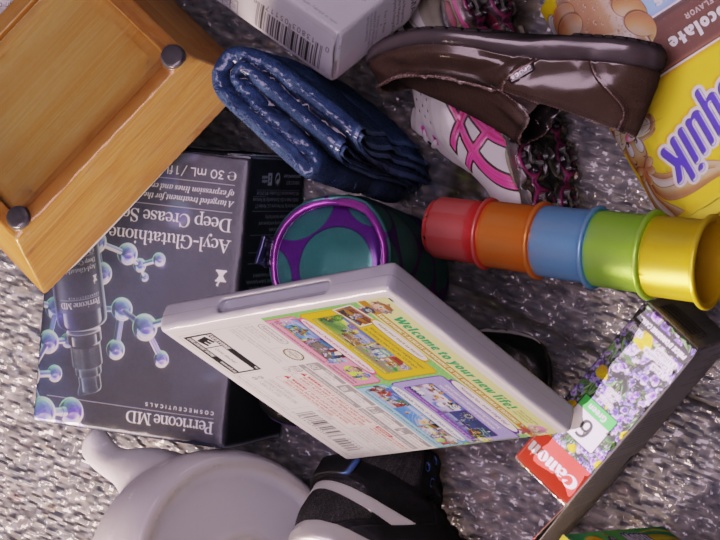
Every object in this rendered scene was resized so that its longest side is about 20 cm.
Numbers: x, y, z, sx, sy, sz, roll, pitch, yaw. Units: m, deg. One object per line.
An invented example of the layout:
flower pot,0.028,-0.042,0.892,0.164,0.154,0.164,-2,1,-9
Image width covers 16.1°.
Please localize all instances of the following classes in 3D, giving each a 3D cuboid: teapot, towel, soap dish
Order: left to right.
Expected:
soap dish,-0.196,-0.110,1.695,0.200,0.081,0.157,-46,67,1
teapot,-0.111,0.225,1.748,0.146,0.197,0.201,-26,42,54
towel,-0.023,-0.097,1.674,0.112,0.200,0.049,42,99,15

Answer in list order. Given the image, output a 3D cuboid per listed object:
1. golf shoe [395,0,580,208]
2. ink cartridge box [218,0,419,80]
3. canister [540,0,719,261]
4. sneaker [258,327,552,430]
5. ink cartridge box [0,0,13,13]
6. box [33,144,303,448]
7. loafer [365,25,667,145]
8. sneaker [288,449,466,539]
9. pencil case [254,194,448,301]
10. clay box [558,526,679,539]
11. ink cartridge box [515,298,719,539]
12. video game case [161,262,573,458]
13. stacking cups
golf shoe,0.082,-0.099,1.711,0.092,0.072,0.201,-29,76,35
ink cartridge box,-0.015,-0.232,1.702,0.162,0.200,0.057,36,140,19
canister,0.223,-0.121,1.645,0.148,0.086,0.201,-33,79,18
sneaker,0.028,0.084,1.720,0.199,0.088,0.076,-8,89,20
ink cartridge box,-0.245,-0.197,1.816,0.144,0.084,0.201,0,91,20
box,-0.132,0.012,1.768,0.148,0.107,0.201,6,94,20
loafer,0.094,-0.116,1.618,0.199,0.073,0.071,5,92,26
sneaker,0.057,0.182,1.723,0.199,0.112,0.073,29,144,-11
pencil case,0.000,0.000,1.670,0.085,0.200,0.093,25,94,14
clay box,0.141,0.222,1.621,0.048,0.200,0.115,39,103,25
ink cartridge box,0.152,0.107,1.664,0.050,0.109,0.200,43,105,14
video game case,0.006,0.060,1.591,0.181,0.200,0.022,-10,56,37
stacking cups,0.132,-0.012,1.619,0.199,0.060,0.061,5,93,31
